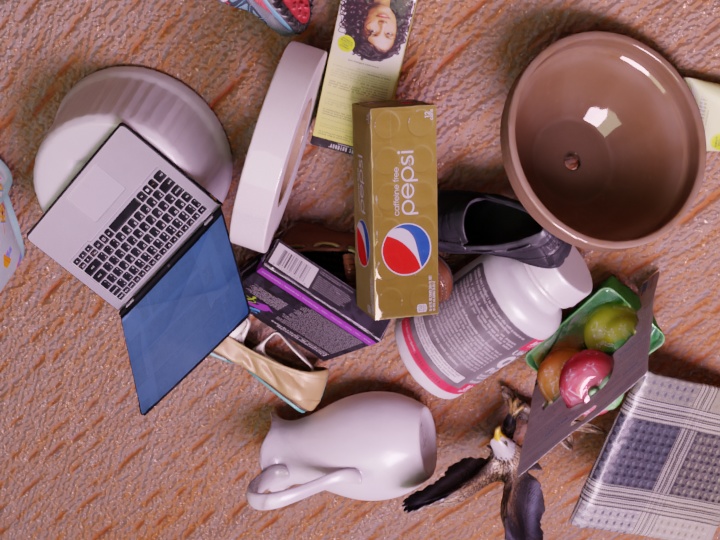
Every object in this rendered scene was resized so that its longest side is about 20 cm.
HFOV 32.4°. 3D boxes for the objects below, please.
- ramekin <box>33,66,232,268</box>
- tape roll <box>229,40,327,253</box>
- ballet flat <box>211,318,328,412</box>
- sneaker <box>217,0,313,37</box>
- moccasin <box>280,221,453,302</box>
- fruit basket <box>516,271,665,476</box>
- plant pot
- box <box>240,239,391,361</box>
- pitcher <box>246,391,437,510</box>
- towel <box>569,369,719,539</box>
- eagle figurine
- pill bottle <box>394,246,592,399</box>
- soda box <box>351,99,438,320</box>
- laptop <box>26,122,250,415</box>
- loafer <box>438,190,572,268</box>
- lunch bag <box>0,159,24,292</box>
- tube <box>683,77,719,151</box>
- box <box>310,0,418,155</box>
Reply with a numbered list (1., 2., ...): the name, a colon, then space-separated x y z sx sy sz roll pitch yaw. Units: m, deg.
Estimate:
1. ramekin: -0.240 -0.100 1.286 0.198 0.098 0.202 5 123 8
2. tape roll: -0.078 -0.117 1.181 0.037 0.204 0.204 17 125 -1
3. ballet flat: -0.125 0.086 1.411 0.199 0.069 0.063 32 97 -5
4. sneaker: -0.129 -0.293 1.166 0.200 0.080 0.095 45 138 -13
5. moccasin: 0.000 -0.001 1.284 0.199 0.078 0.074 17 130 20
6. fruit basket: 0.238 0.105 1.260 0.093 0.201 0.185 37 122 -12
7. plant pot: 0.214 -0.112 1.162 0.199 0.202 0.093 30 164 -9
8. box: -0.062 0.036 1.310 0.142 0.036 0.200 34 160 -11
9. pitcher: -0.022 0.215 1.402 0.198 0.172 0.123 -7 113 17
10. towel: 0.339 0.205 1.344 0.198 0.035 0.194 15 105 -27
11. eagle figurine: 0.151 0.227 1.351 0.151 0.201 0.151 45 150 -24
12. pill bottle: 0.139 0.041 1.292 0.111 0.111 0.199 43 121 -17
13. soda box: 0.033 -0.059 1.181 0.067 0.064 0.203 -5 102 -16
14. laptop: -0.224 0.001 1.219 0.200 0.116 0.187 40 121 -15
15. loafer: 0.115 -0.050 1.226 0.199 0.069 0.070 14 167 37
16. lunch bag: -0.448 -0.047 1.318 0.120 0.171 0.202 5 127 9
17. tube: 0.399 -0.135 1.165 0.197 0.052 0.059 9 84 12
18. box: 0.007 -0.208 1.194 0.074 0.050 0.202 14 125 2
